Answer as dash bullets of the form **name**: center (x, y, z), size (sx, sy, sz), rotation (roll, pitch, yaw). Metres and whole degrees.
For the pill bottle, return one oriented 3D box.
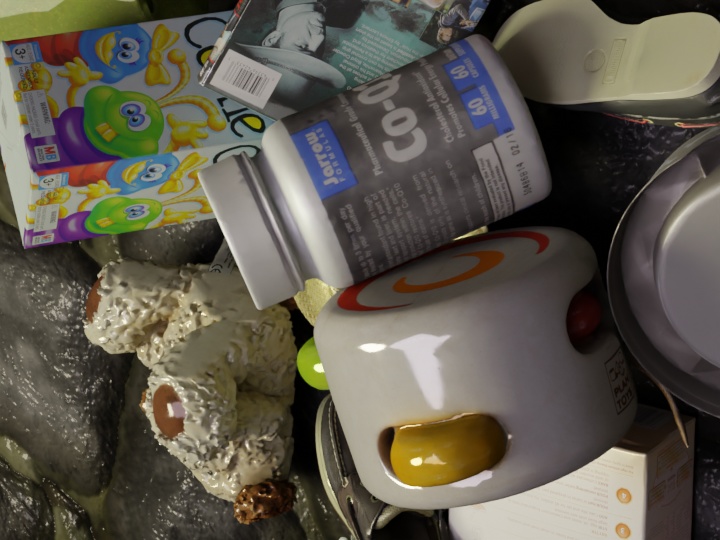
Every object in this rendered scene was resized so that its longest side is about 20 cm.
- **pill bottle**: center (0.008, -0.058, 1.547), size (0.200, 0.114, 0.114), rotation (-24, 94, -4)

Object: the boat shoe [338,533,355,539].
- **boat shoe**: center (0.005, 0.217, 1.788), size (0.062, 0.073, 0.200), rotation (8, 115, 32)

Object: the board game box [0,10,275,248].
- **board game box**: center (-0.133, -0.096, 1.652), size (0.105, 0.200, 0.103), rotation (109, 147, -60)

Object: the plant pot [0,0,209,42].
- **plant pot**: center (-0.209, -0.201, 1.726), size (0.190, 0.200, 0.200), rotation (-4, 106, 23)

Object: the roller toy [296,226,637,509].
- **roller toy**: center (0.074, 0.064, 1.532), size (0.200, 0.182, 0.140), rotation (15, 125, 68)

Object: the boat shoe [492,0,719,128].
- **boat shoe**: center (0.162, -0.125, 1.539), size (0.201, 0.063, 0.074), rotation (10, 76, 47)

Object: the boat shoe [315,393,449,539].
- **boat shoe**: center (0.026, 0.166, 1.690), size (0.200, 0.073, 0.065), rotation (69, 156, 15)

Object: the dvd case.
- **dvd case**: center (0.005, -0.175, 1.572), size (0.146, 0.022, 0.200), rotation (24, 105, -21)

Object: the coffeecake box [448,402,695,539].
- **coffeecake box**: center (0.140, 0.184, 1.675), size (0.153, 0.073, 0.200), rotation (14, 115, 33)

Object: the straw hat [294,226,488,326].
- **straw hat**: center (0.000, 0.000, 1.665), size (0.201, 0.085, 0.201), rotation (30, 129, 45)

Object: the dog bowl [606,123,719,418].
- **dog bowl**: center (0.250, -0.004, 1.491), size (0.200, 0.059, 0.200), rotation (5, 121, 9)

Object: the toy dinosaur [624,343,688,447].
- **toy dinosaur**: center (0.142, 0.038, 1.638), size (0.200, 0.060, 0.106), rotation (13, 128, 43)

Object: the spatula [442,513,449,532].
- **spatula**: center (0.058, 0.164, 1.753), size (0.057, 0.021, 0.200), rotation (21, 131, 67)

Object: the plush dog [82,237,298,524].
- **plush dog**: center (-0.096, 0.088, 1.792), size (0.200, 0.160, 0.172), rotation (49, 150, 46)
